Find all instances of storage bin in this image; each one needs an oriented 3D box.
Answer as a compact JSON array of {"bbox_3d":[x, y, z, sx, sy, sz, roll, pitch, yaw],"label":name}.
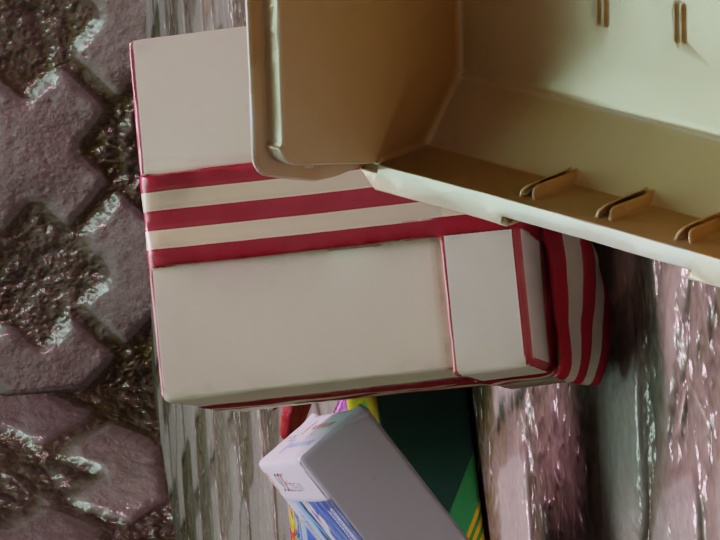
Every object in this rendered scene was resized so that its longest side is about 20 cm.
[{"bbox_3d":[0.066,-0.098,0.856,0.200,0.094,0.199,17,117,40],"label":"storage bin"}]

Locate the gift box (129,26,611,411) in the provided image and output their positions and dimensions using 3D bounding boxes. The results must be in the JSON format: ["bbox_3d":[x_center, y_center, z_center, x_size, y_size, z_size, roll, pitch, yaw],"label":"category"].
[{"bbox_3d":[0.014,-0.033,1.327,0.200,0.186,0.185,-4,-92,-78],"label":"gift box"}]

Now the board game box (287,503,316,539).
[{"bbox_3d":[-0.007,0.222,2.042,0.196,0.056,0.201,121,144,-76],"label":"board game box"}]

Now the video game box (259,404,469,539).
[{"bbox_3d":[0.034,0.154,1.405,0.200,0.047,0.182,52,174,-1],"label":"video game box"}]

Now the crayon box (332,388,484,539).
[{"bbox_3d":[0.028,0.148,1.748,0.200,0.058,0.173,116,147,-73],"label":"crayon box"}]

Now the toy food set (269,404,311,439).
[{"bbox_3d":[0.000,0.000,1.666,0.198,0.049,0.200,-60,-2,-37],"label":"toy food set"}]
